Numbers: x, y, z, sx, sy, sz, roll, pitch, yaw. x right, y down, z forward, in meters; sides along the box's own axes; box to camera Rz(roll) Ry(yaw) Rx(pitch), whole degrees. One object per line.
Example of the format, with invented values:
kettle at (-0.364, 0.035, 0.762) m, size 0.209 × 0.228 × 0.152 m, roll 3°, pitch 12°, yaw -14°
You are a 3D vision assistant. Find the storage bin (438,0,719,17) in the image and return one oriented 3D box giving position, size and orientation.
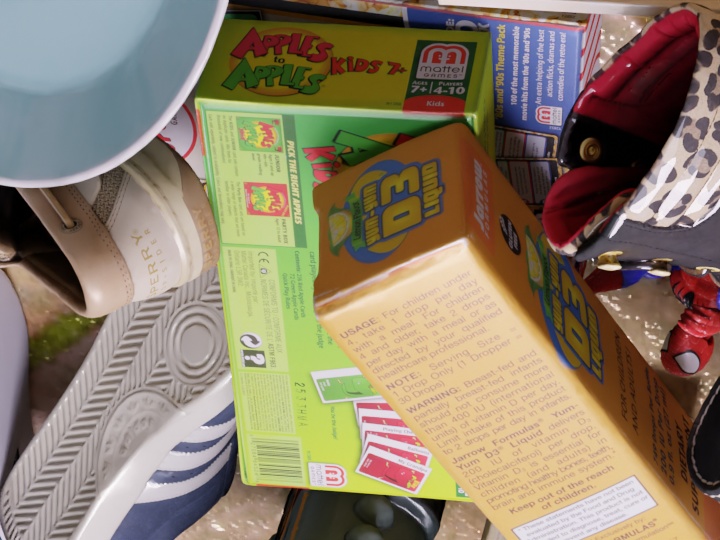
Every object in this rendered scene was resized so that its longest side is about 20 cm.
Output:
storage bin at (0.123, -0.183, 0.894) m, size 0.199 × 0.094 × 0.199 m, roll 6°, pitch 135°, yaw 14°

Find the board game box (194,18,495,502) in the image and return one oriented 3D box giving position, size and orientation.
board game box at (0.000, 0.000, 1.074) m, size 0.101 × 0.048 × 0.201 m, roll 3°, pitch 134°, yaw 8°

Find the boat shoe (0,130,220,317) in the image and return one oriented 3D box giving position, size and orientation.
boat shoe at (-0.134, -0.038, 1.081) m, size 0.200 × 0.064 × 0.072 m, roll 26°, pitch 140°, yaw 48°

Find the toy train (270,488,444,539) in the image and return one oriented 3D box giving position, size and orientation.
toy train at (-0.016, 0.146, 1.186) m, size 0.085 × 0.200 × 0.114 m, roll 23°, pitch 121°, yaw -1°

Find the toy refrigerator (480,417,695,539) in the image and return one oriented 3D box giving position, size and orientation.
toy refrigerator at (0.076, 0.148, 1.148) m, size 0.075 × 0.201 × 0.070 m, roll 17°, pitch 154°, yaw 2°

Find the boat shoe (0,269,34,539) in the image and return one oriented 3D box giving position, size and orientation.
boat shoe at (-0.184, 0.069, 1.264) m, size 0.069 × 0.071 × 0.201 m, roll 7°, pitch 141°, yaw 8°

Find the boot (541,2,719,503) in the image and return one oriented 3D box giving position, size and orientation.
boot at (0.129, -0.003, 0.969) m, size 0.150 × 0.073 × 0.200 m, roll 15°, pitch 133°, yaw -25°

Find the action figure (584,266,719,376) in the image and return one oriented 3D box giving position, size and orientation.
action figure at (0.125, -0.020, 1.051) m, size 0.065 × 0.099 × 0.201 m, roll 43°, pitch 145°, yaw 26°

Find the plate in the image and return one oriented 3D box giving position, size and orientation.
plate at (-0.120, -0.130, 1.018) m, size 0.199 × 0.026 × 0.202 m, roll 7°, pitch 104°, yaw 31°

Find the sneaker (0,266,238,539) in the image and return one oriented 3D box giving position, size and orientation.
sneaker at (-0.071, 0.055, 1.218) m, size 0.084 × 0.075 × 0.200 m, roll 7°, pitch 134°, yaw -48°

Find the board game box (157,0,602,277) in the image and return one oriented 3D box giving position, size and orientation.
board game box at (-0.010, -0.062, 1.090) m, size 0.199 × 0.046 × 0.152 m, roll 9°, pitch 135°, yaw 9°

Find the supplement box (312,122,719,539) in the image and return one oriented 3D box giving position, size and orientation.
supplement box at (0.059, 0.041, 1.026) m, size 0.069 × 0.067 × 0.200 m, roll -26°, pitch 129°, yaw 22°

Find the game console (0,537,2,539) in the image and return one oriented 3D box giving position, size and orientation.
game console at (-0.254, 0.126, 1.249) m, size 0.199 × 0.118 × 0.171 m, roll 15°, pitch 138°, yaw 43°
